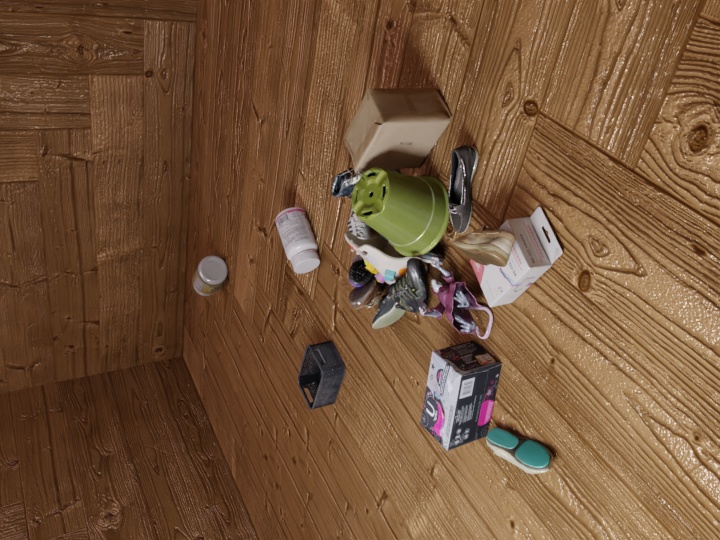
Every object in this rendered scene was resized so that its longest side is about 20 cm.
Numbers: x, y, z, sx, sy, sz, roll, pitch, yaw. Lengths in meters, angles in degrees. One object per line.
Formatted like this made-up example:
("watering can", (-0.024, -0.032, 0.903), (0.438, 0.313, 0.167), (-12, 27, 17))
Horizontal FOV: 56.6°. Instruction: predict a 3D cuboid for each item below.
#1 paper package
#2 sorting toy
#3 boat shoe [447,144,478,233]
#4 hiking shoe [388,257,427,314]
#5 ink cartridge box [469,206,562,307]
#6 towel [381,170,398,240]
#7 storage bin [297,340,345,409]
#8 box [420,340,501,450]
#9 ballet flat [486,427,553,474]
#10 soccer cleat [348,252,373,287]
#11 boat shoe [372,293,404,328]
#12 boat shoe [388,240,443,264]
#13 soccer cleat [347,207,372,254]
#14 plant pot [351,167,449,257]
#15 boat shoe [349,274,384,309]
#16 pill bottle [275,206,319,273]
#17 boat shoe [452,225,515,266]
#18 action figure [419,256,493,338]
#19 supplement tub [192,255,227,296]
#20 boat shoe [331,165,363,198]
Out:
("paper package", (0.083, -0.332, 1.592), (0.191, 0.195, 0.106), (-54, 51, 52))
("sorting toy", (0.044, -0.038, 1.736), (0.108, 0.178, 0.199), (-56, 35, 0))
("boat shoe", (0.221, -0.183, 1.522), (0.067, 0.056, 0.206), (35, 127, 52))
("hiking shoe", (0.116, 0.045, 1.656), (0.202, 0.097, 0.077), (78, -167, -50))
("ink cartridge box", (0.316, -0.027, 1.376), (0.201, 0.066, 0.119), (-56, 48, 51))
("towel", (0.065, -0.198, 1.817), (0.201, 0.047, 0.175), (51, 136, 43))
("storage bin", (-0.134, 0.355, 2.270), (0.136, 0.092, 0.203), (57, 142, 38))
("box", (0.228, 0.287, 1.551), (0.114, 0.129, 0.206), (36, 127, 50))
("ballet flat", (0.351, 0.398, 1.447), (0.063, 0.067, 0.199), (61, 162, -22))
("soccer cleat", (0.000, 0.000, 1.874), (0.202, 0.067, 0.074), (-74, 9, -58))
("boat shoe", (0.083, 0.091, 1.827), (0.200, 0.073, 0.068), (-54, 49, 51))
("boat shoe", (0.141, -0.068, 1.683), (0.199, 0.071, 0.063), (32, 107, 52))
("soccer cleat", (-0.002, -0.115, 1.897), (0.201, 0.066, 0.087), (-106, 17, -59))
("plant pot", (0.081, -0.155, 1.583), (0.197, 0.187, 0.206), (-17, 65, 41))
("boat shoe", (0.027, 0.065, 1.845), (0.074, 0.200, 0.073), (-18, 104, 26))
("pill bottle", (-0.211, -0.102, 2.273), (0.114, 0.111, 0.204), (-52, 52, 52))
("boat shoe", (0.254, -0.053, 1.362), (0.066, 0.070, 0.199), (-58, 20, -4))
("action figure", (0.221, 0.059, 1.572), (0.200, 0.145, 0.137), (-130, 58, -73))
("supplement tub", (-0.727, 0.030, 3.217), (0.200, 0.141, 0.148), (-43, 60, 56))
("boat shoe", (-0.007, -0.257, 1.796), (0.201, 0.089, 0.072), (-52, 52, 50))
